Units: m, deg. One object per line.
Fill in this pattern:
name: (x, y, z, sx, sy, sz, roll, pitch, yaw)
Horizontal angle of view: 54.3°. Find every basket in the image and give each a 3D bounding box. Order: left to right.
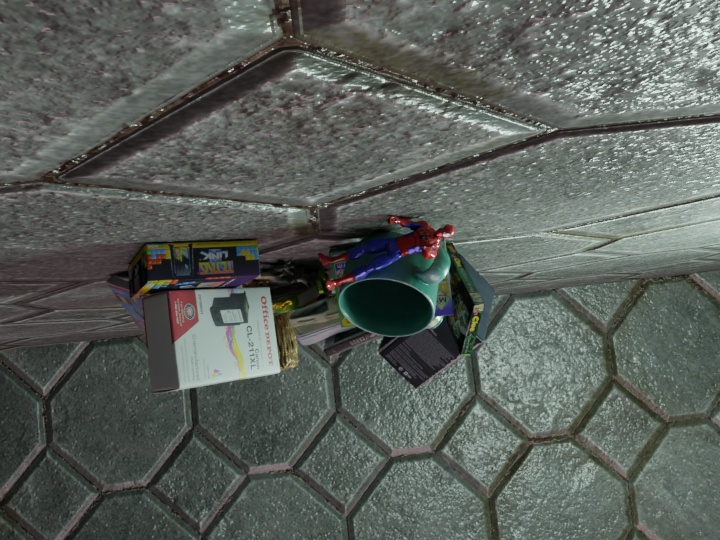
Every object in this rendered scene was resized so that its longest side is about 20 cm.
basket: (-0.223, 0.127, 1.563, 0.140, 0.204, 0.149, -8, 174, 4)

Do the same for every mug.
mug: (0.062, 0.013, 1.097, 0.182, 0.116, 0.153, -3, 139, 19)

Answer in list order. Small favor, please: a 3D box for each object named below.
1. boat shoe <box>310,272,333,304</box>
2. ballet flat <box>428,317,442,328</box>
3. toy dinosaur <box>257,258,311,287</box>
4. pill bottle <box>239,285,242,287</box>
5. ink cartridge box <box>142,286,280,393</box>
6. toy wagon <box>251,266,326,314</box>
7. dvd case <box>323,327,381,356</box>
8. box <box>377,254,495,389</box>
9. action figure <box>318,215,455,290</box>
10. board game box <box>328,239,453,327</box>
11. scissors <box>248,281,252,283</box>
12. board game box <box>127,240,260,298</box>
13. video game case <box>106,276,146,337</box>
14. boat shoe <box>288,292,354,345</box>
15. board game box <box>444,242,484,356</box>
boat shoe: (-0.089, 0.067, 1.463, 0.072, 0.070, 0.201, -18, -159, 6)
ballet flat: (0.094, 0.061, 1.359, 0.062, 0.068, 0.199, 39, 170, -23)
toy dinosaur: (-0.146, 0.006, 1.303, 0.087, 0.048, 0.199, -2, 173, 30)
pill bottle: (-0.304, 0.062, 1.273, 0.118, 0.122, 0.199, -2, 173, -37)
ink cartridge box: (-0.231, 0.104, 1.110, 0.082, 0.149, 0.198, -14, 172, 42)
toy wagon: (-0.144, 0.047, 1.382, 0.152, 0.040, 0.200, -15, -163, 4)
dvd case: (0.026, 0.073, 1.323, 0.198, 0.025, 0.151, -25, -150, 27)
box: (0.162, 0.104, 1.463, 0.196, 0.124, 0.201, -42, -170, 33)
action figure: (0.036, -0.033, 0.975, 0.197, 0.066, 0.099, -18, 164, 5)
board game box: (0.054, 0.019, 1.192, 0.196, 0.137, 0.029, -8, -166, 7)
scissors: (-0.250, 0.012, 1.391, 0.072, 0.014, 0.200, -3, 172, -8)
board game box: (-0.259, 0.001, 1.073, 0.162, 0.058, 0.199, -2, 173, -25)
video game case: (-0.356, 0.101, 1.244, 0.141, 0.202, 0.017, 13, -131, 37)
boat shoe: (-0.042, 0.075, 1.303, 0.198, 0.062, 0.072, -27, -152, 11)
board game box: (0.168, 0.046, 1.227, 0.023, 0.106, 0.201, 1, -148, -10)
